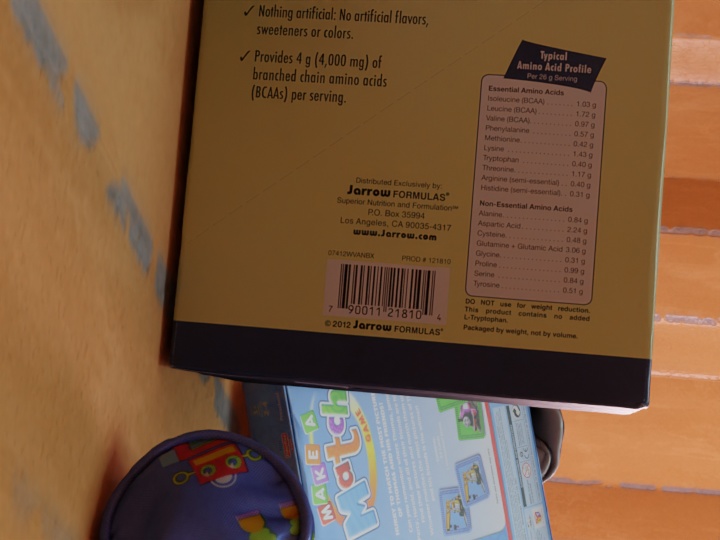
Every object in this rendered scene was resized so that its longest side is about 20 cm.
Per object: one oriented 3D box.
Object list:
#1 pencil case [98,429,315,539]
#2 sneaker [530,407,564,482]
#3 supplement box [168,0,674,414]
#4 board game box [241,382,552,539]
[{"bbox_3d":[-0.046,0.147,0.612,0.078,0.087,0.201,-38,148,-21],"label":"pencil case"},{"bbox_3d":[0.059,0.123,1.059,0.203,0.076,0.146,-55,-152,15],"label":"sneaker"},{"bbox_3d":[0.033,-0.046,0.679,0.134,0.197,0.203,43,51,-81],"label":"supplement box"},{"bbox_3d":[0.028,0.121,0.836,0.199,0.036,0.153,-5,84,-49],"label":"board game box"}]
